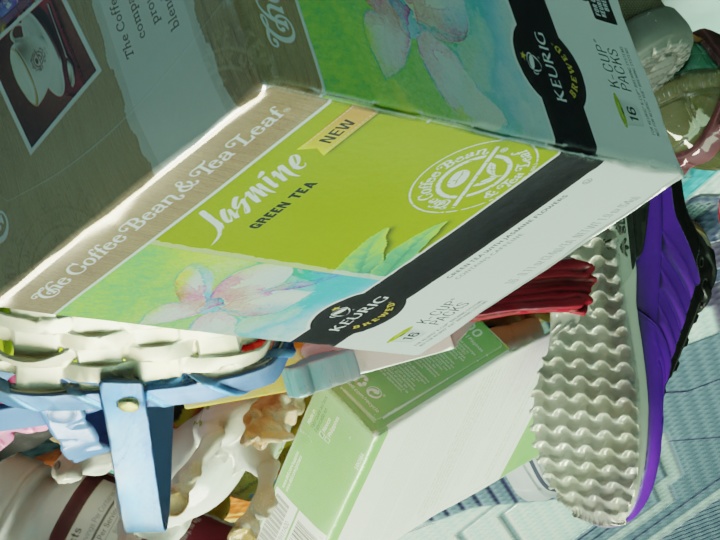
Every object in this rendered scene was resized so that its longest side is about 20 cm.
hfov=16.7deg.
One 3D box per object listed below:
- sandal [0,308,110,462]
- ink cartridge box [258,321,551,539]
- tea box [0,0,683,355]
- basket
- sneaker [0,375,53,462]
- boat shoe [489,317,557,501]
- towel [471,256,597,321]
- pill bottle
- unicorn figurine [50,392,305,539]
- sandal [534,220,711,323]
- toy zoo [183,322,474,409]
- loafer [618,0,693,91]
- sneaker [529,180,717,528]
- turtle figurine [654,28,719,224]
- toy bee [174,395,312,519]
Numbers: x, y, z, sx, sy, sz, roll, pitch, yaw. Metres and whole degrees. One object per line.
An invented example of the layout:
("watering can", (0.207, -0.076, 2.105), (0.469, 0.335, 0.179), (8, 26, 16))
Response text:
("sandal", (-0.170, 0.039, 1.074), (0.200, 0.080, 0.087), (13, 126, -18))
("ink cartridge box", (0.044, 0.075, 1.264), (0.200, 0.048, 0.146), (-29, 154, -38))
("tea box", (-0.031, -0.095, 0.784), (0.197, 0.200, 0.134), (6, 147, -46))
("basket", (-0.089, -0.016, 0.967), (0.139, 0.176, 0.200), (-5, 143, 3))
("sneaker", (-0.159, 0.054, 1.209), (0.200, 0.079, 0.095), (-23, 179, 12))
("boat shoe", (0.108, 0.084, 1.452), (0.067, 0.074, 0.200), (-20, 156, 11))
("towel", (0.000, 0.000, 1.095), (0.145, 0.022, 0.200), (-5, -170, -22))
("pill bottle", (-0.124, 0.175, 1.316), (0.200, 0.114, 0.114), (21, 158, 9))
("unicorn figurine", (-0.095, 0.103, 1.213), (0.200, 0.137, 0.074), (-23, 121, 24))
("sandal", (0.122, 0.004, 1.309), (0.200, 0.054, 0.080), (5, 148, -43))
("toy zoo", (-0.006, 0.027, 1.158), (0.131, 0.020, 0.200), (-13, -172, 16))
("loafer", (0.051, -0.065, 0.983), (0.075, 0.070, 0.200), (-16, 163, -47))
("sneaker", (0.140, 0.025, 1.216), (0.099, 0.200, 0.070), (-7, -172, -43))
("turtle figurine", (0.139, -0.090, 1.059), (0.200, 0.101, 0.150), (13, 128, -33))
("toy bee", (-0.034, 0.101, 1.339), (0.200, 0.109, 0.131), (-7, 154, -24))
